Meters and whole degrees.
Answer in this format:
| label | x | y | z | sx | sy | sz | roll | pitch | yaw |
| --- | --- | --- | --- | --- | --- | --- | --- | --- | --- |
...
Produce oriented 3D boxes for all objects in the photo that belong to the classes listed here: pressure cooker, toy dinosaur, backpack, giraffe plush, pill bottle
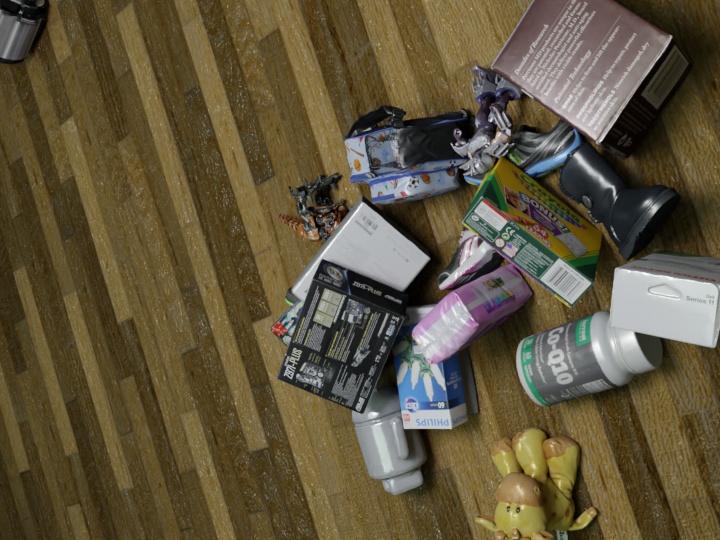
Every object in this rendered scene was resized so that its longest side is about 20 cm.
| label | x | y | z | sx | sy | sz | roll | pitch | yaw |
| --- | --- | --- | --- | --- | --- | --- | --- | --- | --- |
| pressure cooker | -0.837 | -0.613 | 2.096 | 0.174 | 0.180 | 0.201 | 27 | 117 | -15 |
| toy dinosaur | -0.079 | -0.098 | 1.657 | 0.196 | 0.102 | 0.138 | -6 | 111 | 16 |
| backpack | 0.072 | -0.190 | 1.476 | 0.189 | 0.198 | 0.157 | 7 | 100 | 49 |
| giraffe plush | 0.264 | 0.367 | 1.414 | 0.171 | 0.161 | 0.203 | -28 | 79 | 36 |
| pill bottle | 0.346 | 0.128 | 1.348 | 0.198 | 0.112 | 0.115 | -25 | 82 | 37 |

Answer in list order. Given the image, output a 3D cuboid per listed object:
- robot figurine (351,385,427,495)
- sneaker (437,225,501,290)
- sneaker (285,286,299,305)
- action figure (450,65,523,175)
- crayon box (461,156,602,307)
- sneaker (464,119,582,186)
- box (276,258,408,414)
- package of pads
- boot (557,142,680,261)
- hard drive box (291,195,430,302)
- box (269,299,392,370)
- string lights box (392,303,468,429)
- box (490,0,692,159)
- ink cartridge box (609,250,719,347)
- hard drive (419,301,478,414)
| label | x | y | z | sx | sy | sz | roll | pitch | yaw |
| --- | --- | --- | --- | --- | --- | --- | --- | --- | --- |
| robot figurine | 0.051 | 0.295 | 1.595 | 0.169 | 0.111 | 0.204 | 154 | 99 | -71 |
| sneaker | 0.197 | -0.049 | 1.470 | 0.200 | 0.080 | 0.087 | -45 | 59 | 25 |
| sneaker | -0.058 | 0.016 | 1.657 | 0.197 | 0.077 | 0.085 | -18 | 107 | 28 |
| action figure | 0.196 | -0.230 | 1.378 | 0.129 | 0.069 | 0.203 | -18 | 48 | 49 |
| crayon box | 0.257 | -0.062 | 1.309 | 0.199 | 0.173 | 0.059 | 37 | 123 | -1 |
| sneaker | 0.254 | -0.182 | 1.402 | 0.197 | 0.070 | 0.084 | -20 | 81 | 32 |
| box | -0.030 | 0.111 | 1.479 | 0.161 | 0.086 | 0.203 | 21 | 115 | 0 |
| package of pads | 0.178 | 0.068 | 1.413 | 0.120 | 0.199 | 0.076 | -44 | 76 | 36 |
| boot | 0.358 | -0.114 | 1.268 | 0.076 | 0.200 | 0.169 | -36 | 74 | -7 |
| hard drive box | 0.000 | 0.000 | 1.539 | 0.155 | 0.077 | 0.201 | 39 | 100 | -8 |
| box | -0.056 | 0.135 | 1.653 | 0.200 | 0.040 | 0.137 | 45 | 125 | -6 |
| string lights box | 0.114 | 0.162 | 1.509 | 0.101 | 0.059 | 0.204 | -8 | 91 | 38 |
| box | 0.327 | -0.287 | 1.251 | 0.200 | 0.165 | 0.166 | 41 | 109 | 25 |
| ink cartridge box | 0.440 | 0.033 | 1.205 | 0.145 | 0.199 | 0.085 | 11 | 104 | 35 |
| hard drive | 0.127 | 0.162 | 1.564 | 0.133 | 0.042 | 0.204 | -14 | 88 | 38 |
